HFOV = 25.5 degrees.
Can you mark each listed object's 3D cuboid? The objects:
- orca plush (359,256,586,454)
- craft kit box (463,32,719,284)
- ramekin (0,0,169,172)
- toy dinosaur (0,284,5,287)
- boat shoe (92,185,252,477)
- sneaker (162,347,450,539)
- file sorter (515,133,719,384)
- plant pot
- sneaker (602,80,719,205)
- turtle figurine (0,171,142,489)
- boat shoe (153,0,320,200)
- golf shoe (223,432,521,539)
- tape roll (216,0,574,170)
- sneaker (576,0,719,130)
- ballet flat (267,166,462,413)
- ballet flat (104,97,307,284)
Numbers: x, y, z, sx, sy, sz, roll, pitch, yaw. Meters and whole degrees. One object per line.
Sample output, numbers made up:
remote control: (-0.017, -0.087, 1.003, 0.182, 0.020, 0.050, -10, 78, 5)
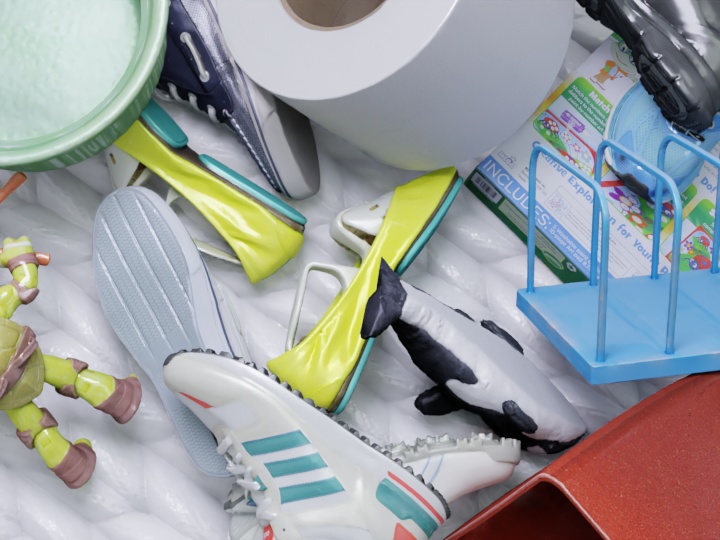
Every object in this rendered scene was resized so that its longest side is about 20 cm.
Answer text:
orca plush: (0.062, 0.078, 1.054, 0.199, 0.071, 0.106, 29, 26, -43)
craft kit box: (0.211, -0.063, 1.159, 0.200, 0.049, 0.197, 45, 73, 4)
ramekin: (-0.215, -0.157, 1.003, 0.198, 0.098, 0.202, 0, 84, -1)
toy dinosaur: (-0.305, 0.058, 0.997, 0.101, 0.077, 0.201, 16, 68, 1)
boat shoe: (-0.116, 0.041, 1.049, 0.073, 0.067, 0.201, -22, 85, 16)
sneaker: (-0.048, 0.128, 0.963, 0.199, 0.070, 0.094, 33, 75, -2)
file sorter: (0.218, -0.018, 1.028, 0.198, 0.139, 0.124, -5, 111, -14)
plant pot: (0.199, 0.177, 1.012, 0.176, 0.200, 0.200, -38, 84, -28)
sneaker: (0.242, -0.135, 1.118, 0.078, 0.090, 0.200, 37, 70, 1)
turtle figurine: (-0.213, 0.054, 0.985, 0.161, 0.064, 0.201, 37, 71, -30)
boat shoe: (-0.103, -0.132, 1.109, 0.092, 0.075, 0.201, -21, 93, 16)
golf shoe: (0.014, 0.162, 1.038, 0.198, 0.078, 0.098, -13, 82, -5)
tape roll: (0.024, -0.182, 1.047, 0.201, 0.139, 0.204, -11, 68, 29)
sneaker: (0.200, -0.194, 1.076, 0.090, 0.076, 0.201, -34, 83, -5)
ballet flat: (0.000, 0.000, 1.075, 0.067, 0.067, 0.201, 30, 72, -3)
ballet flat: (-0.128, -0.064, 1.082, 0.200, 0.067, 0.067, 38, 98, 0)
